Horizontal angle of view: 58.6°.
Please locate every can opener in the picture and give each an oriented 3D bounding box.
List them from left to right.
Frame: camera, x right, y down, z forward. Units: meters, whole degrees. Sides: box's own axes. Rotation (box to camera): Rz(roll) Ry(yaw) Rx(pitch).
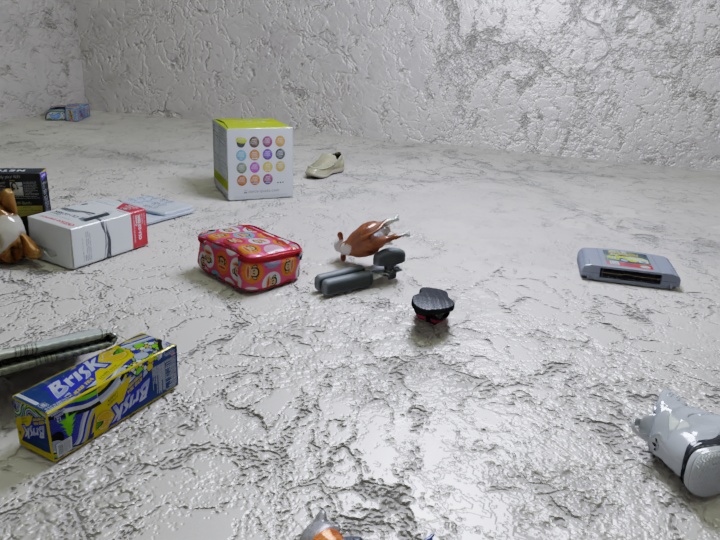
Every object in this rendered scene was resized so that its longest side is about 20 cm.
[{"bbox_3d":[0.000,0.000,1.246,0.195,0.069,0.052,-17,28,-32],"label":"can opener"}]

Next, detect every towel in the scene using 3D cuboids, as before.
[{"bbox_3d":[-0.445,0.107,0.856,0.196,0.036,0.190,-14,5,-35],"label":"towel"}]

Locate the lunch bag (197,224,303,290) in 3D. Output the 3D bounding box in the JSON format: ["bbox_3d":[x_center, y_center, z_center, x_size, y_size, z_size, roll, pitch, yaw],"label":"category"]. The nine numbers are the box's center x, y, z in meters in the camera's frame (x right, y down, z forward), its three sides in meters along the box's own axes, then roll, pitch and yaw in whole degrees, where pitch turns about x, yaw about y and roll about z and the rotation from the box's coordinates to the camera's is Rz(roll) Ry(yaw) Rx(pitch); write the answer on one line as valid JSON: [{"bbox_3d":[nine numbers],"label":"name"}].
[{"bbox_3d":[-0.212,-0.030,1.281,0.197,0.085,0.173,22,24,38],"label":"lunch bag"}]

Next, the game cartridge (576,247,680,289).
[{"bbox_3d":[0.566,-0.009,1.370,0.193,0.042,0.133,7,17,12],"label":"game cartridge"}]

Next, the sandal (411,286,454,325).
[{"bbox_3d":[0.127,0.065,1.126,0.073,0.047,0.200,11,7,8],"label":"sandal"}]

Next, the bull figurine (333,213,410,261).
[{"bbox_3d":[0.018,-0.066,1.313,0.118,0.067,0.199,-20,4,-16],"label":"bull figurine"}]

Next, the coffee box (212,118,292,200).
[{"bbox_3d":[-0.318,-0.333,1.885,0.193,0.205,0.200,-6,22,-23],"label":"coffee box"}]

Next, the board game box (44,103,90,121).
[{"bbox_3d":[-1.410,-0.762,3.090,0.193,0.064,0.200,-5,21,-19],"label":"board game box"}]

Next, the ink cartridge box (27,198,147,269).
[{"bbox_3d":[-0.574,-0.083,1.359,0.140,0.087,0.199,14,24,26],"label":"ink cartridge box"}]

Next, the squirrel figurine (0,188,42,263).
[{"bbox_3d":[-0.760,-0.055,1.243,0.196,0.146,0.185,1,25,41],"label":"squirrel figurine"}]

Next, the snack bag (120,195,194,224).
[{"bbox_3d":[-0.557,-0.155,1.643,0.184,0.022,0.198,15,24,29],"label":"snack bag"}]

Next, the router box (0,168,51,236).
[{"bbox_3d":[-0.765,-0.132,1.361,0.193,0.163,0.052,-2,20,-13],"label":"router box"}]

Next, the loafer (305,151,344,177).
[{"bbox_3d":[-0.121,-0.360,2.166,0.074,0.071,0.199,12,23,25],"label":"loafer"}]

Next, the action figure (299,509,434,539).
[{"bbox_3d":[0.028,0.259,0.507,0.191,0.108,0.197,29,33,32],"label":"action figure"}]

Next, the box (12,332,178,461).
[{"bbox_3d":[-0.321,0.150,0.801,0.068,0.067,0.199,12,22,26],"label":"box"}]

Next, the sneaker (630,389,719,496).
[{"bbox_3d":[0.423,0.189,0.769,0.194,0.078,0.115,-11,27,-25],"label":"sneaker"}]
